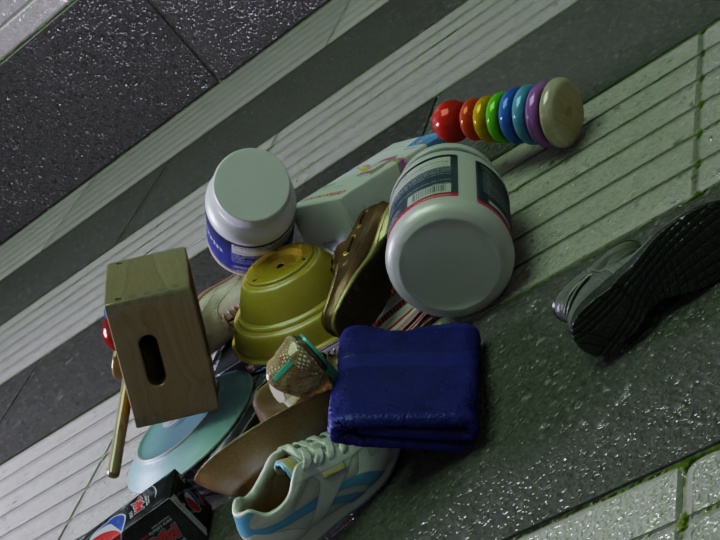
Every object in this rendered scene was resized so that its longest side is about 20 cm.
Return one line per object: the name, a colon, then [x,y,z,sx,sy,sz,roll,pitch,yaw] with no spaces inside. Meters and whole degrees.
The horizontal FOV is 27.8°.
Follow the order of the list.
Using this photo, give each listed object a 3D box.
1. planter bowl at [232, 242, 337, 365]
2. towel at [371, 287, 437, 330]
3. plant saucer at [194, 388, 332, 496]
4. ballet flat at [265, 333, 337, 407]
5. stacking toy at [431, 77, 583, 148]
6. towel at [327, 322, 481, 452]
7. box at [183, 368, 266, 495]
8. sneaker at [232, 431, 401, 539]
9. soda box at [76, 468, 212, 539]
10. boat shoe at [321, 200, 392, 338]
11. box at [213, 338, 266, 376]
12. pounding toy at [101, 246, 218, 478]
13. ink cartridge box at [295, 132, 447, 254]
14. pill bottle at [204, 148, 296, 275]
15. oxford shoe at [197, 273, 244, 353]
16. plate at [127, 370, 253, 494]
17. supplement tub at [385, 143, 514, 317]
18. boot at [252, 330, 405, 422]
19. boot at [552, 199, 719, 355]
planter bowl: [-0.084,0.023,1.787,0.200,0.084,0.201,-21,25,10]
towel: [0.035,0.045,1.739,0.144,0.023,0.200,-39,18,6]
plant saucer: [-0.077,0.184,1.511,0.200,0.036,0.200,-28,-15,-8]
ballet flat: [-0.061,0.110,1.493,0.065,0.071,0.200,-42,-18,-3]
stacking toy: [0.172,-0.190,1.805,0.199,0.086,0.085,0,42,38]
towel: [0.046,0.116,1.435,0.147,0.050,0.200,-2,24,6]
box: [-0.167,0.199,1.757,0.200,0.050,0.158,-20,28,47]
sneaker: [-0.038,0.196,1.420,0.200,0.081,0.076,-45,38,-17]
soda box: [-0.267,0.316,1.660,0.200,0.071,0.063,-37,20,14]
boat shoe: [0.000,-0.001,1.725,0.067,0.072,0.201,3,50,33]
box: [-0.105,0.066,1.938,0.198,0.050,0.200,-30,21,29]
pounding toy: [-0.250,0.105,1.715,0.141,0.201,0.184,-13,19,-5]
ink cartridge box: [0.027,-0.097,1.902,0.200,0.085,0.144,-35,13,-28]
pill bottle: [-0.138,-0.074,1.829,0.116,0.116,0.200,-47,-8,-16]
oxford shoe: [-0.168,0.048,1.923,0.200,0.070,0.075,-48,24,-11]
plate: [-0.212,0.187,1.755,0.200,0.026,0.200,-36,20,16]
supplement tub: [0.100,-0.050,1.631,0.140,0.140,0.200,-35,19,19]
boot: [-0.030,0.115,1.617,0.200,0.076,0.074,-33,3,4]
boot: [0.262,-0.010,1.342,0.200,0.068,0.131,-37,13,9]
